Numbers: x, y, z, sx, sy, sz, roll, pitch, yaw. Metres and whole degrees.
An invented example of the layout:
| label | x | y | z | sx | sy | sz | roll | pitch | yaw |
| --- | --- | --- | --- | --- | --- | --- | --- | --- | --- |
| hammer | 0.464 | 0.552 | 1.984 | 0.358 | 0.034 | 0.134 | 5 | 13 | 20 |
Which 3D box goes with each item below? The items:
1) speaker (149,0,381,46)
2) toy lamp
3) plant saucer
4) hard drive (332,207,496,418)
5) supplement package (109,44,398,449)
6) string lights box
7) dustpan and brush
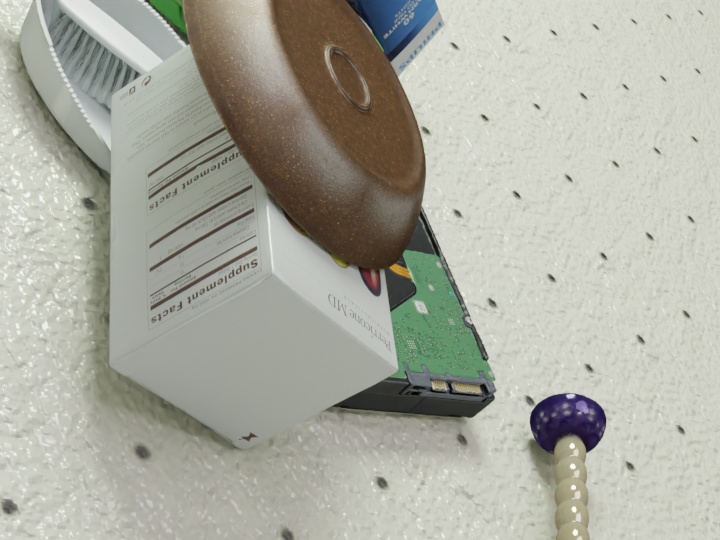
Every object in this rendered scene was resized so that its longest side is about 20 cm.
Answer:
| label | x | y | z | sx | sy | sz | roll | pitch | yaw |
| --- | --- | --- | --- | --- | --- | --- | --- | --- | --- |
| speaker | -0.081 | -0.187 | 1.037 | 0.200 | 0.088 | 0.089 | 41 | 34 | -8 |
| toy lamp | 0.131 | 0.162 | 0.931 | 0.058 | 0.058 | 0.200 | 31 | 37 | -20 |
| plant saucer | -0.019 | -0.097 | 0.829 | 0.200 | 0.037 | 0.201 | 46 | 27 | -32 |
| hard drive | 0.000 | 0.000 | 0.977 | 0.139 | 0.038 | 0.200 | 8 | 48 | -43 |
| supplement package | -0.062 | -0.024 | 0.841 | 0.114 | 0.109 | 0.200 | 39 | 32 | -41 |
| string lights box | -0.009 | -0.220 | 1.077 | 0.103 | 0.059 | 0.200 | 41 | -2 | 17 |
| dustpan and brush | -0.177 | -0.158 | 0.929 | 0.200 | 0.057 | 0.140 | 41 | 34 | -7 |
